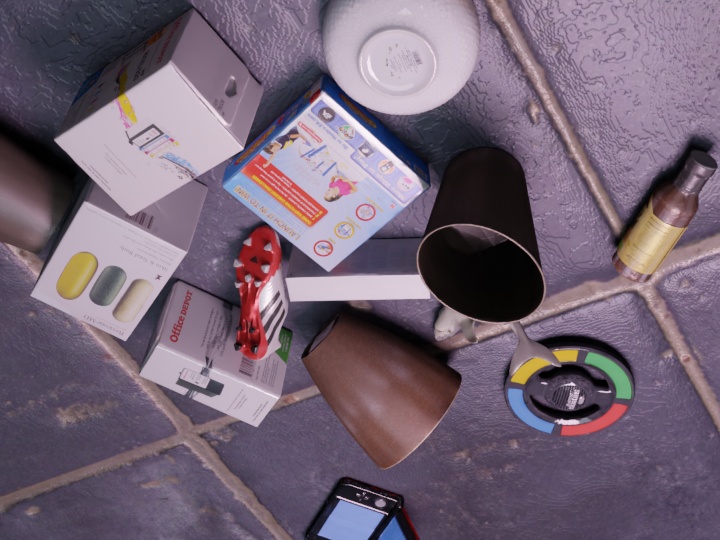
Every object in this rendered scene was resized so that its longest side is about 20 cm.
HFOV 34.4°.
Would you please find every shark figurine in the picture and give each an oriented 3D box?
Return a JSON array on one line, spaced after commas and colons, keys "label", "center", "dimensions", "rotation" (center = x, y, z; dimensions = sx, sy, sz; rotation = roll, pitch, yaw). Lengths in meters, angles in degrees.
[{"label": "shark figurine", "center": [0.198, 0.062, 1.664], "dimensions": [0.089, 0.214, 0.128], "rotation": [-6, 106, -38]}]

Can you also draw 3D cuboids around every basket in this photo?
[{"label": "basket", "center": [0.159, -0.056, 1.501], "dimensions": [0.180, 0.200, 0.136], "rotation": [37, 125, -21]}, {"label": "basket", "center": [-0.503, -0.115, 1.573], "dimensions": [0.200, 0.136, 0.180], "rotation": [29, 127, -21]}]

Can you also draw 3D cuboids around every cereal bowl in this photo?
[{"label": "cereal bowl", "center": [0.047, -0.271, 1.413], "dimensions": [0.200, 0.083, 0.200], "rotation": [4, 130, 5]}]

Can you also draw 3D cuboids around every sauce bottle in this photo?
[{"label": "sauce bottle", "center": [0.408, -0.072, 1.548], "dimensions": [0.065, 0.065, 0.200], "rotation": [20, 128, -9]}]

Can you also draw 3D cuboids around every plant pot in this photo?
[{"label": "plant pot", "center": [0.015, 0.161, 1.735], "dimensions": [0.200, 0.187, 0.187], "rotation": [41, 124, -7]}]

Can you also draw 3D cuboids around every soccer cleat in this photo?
[{"label": "soccer cleat", "center": [-0.139, 0.032, 1.688], "dimensions": [0.069, 0.085, 0.200], "rotation": [10, 101, 29]}]

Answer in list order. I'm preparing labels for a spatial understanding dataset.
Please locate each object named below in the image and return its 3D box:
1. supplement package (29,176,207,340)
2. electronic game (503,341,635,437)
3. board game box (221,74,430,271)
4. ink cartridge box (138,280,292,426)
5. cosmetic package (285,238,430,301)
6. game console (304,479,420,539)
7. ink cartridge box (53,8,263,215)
[{"label": "supplement package", "center": [-0.333, -0.041, 1.606], "dimensions": [0.152, 0.151, 0.200], "rotation": [28, 128, -16]}, {"label": "electronic game", "center": [0.321, 0.185, 1.788], "dimensions": [0.200, 0.042, 0.200], "rotation": [3, 130, 4]}, {"label": "board game box", "center": [-0.045, -0.125, 1.547], "dimensions": [0.196, 0.056, 0.200], "rotation": [-39, 116, 24]}, {"label": "ink cartridge box", "center": [-0.214, 0.123, 1.734], "dimensions": [0.200, 0.147, 0.083], "rotation": [27, 128, -14]}, {"label": "cosmetic package", "center": [0.000, 0.000, 1.646], "dimensions": [0.200, 0.083, 0.051], "rotation": [-1, 129, 9]}, {"label": "game console", "center": [0.005, 0.485, 2.028], "dimensions": [0.172, 0.119, 0.200], "rotation": [21, 129, -11]}, {"label": "ink cartridge box", "center": [-0.250, -0.200, 1.466], "dimensions": [0.200, 0.147, 0.145], "rotation": [-27, 122, 26]}]
